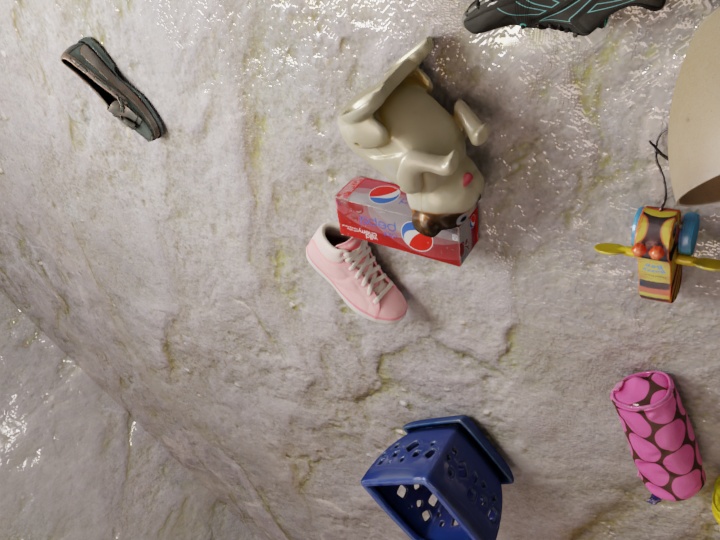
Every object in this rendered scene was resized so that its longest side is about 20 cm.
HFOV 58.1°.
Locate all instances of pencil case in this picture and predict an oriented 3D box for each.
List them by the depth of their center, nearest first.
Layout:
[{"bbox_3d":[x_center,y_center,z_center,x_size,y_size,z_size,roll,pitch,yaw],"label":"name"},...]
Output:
[{"bbox_3d":[0.411,0.231,0.904,0.093,0.091,0.201,10,133,53],"label":"pencil case"}]

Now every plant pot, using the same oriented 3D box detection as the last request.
[{"bbox_3d":[0.337,-0.149,0.518,0.200,0.198,0.136,-27,73,51],"label":"plant pot"},{"bbox_3d":[0.154,0.386,1.204,0.201,0.180,0.199,50,142,-13],"label":"plant pot"}]

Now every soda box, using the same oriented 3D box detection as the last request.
[{"bbox_3d":[0.063,-0.072,0.910,0.198,0.064,0.071,18,137,28],"label":"soda box"}]

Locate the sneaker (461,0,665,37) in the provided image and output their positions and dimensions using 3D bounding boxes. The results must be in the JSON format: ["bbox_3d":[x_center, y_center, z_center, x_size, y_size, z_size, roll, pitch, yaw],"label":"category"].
[{"bbox_3d":[0.186,-0.253,0.611,0.198,0.076,0.080,-5,127,44],"label":"sneaker"}]

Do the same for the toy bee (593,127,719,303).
[{"bbox_3d":[0.314,-0.031,0.700,0.130,0.109,0.201,-9,122,47],"label":"toy bee"}]

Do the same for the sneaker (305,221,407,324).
[{"bbox_3d":[0.000,0.000,1.029,0.200,0.075,0.105,40,149,7],"label":"sneaker"}]

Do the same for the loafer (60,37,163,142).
[{"bbox_3d":[-0.426,-0.296,1.107,0.072,0.063,0.201,-20,113,50],"label":"loafer"}]

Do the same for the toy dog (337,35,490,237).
[{"bbox_3d":[0.066,-0.136,0.785,0.200,0.140,0.193,48,143,-15],"label":"toy dog"}]

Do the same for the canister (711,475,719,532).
[{"bbox_3d":[0.583,0.385,0.909,0.147,0.087,0.201,4,132,39],"label":"canister"}]
